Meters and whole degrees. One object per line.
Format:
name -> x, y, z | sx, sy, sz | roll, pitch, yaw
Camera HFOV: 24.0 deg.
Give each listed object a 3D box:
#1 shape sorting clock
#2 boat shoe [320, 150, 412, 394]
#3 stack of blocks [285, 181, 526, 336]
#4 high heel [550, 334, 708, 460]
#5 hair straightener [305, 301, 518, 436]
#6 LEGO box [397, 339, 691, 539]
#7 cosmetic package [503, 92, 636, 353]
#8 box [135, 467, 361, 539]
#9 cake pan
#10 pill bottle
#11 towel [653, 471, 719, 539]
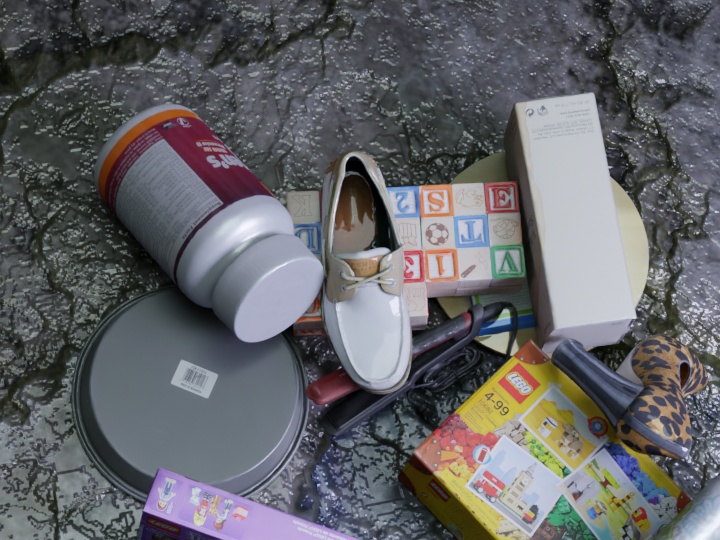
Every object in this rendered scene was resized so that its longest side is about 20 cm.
shape sorting clock -> 0.156, -0.015, 1.507 | 0.200, 0.039, 0.200 | 0, 76, -2
boat shoe -> 0.000, 0.000, 1.381 | 0.075, 0.068, 0.200 | -10, 77, -4
stack of blocks -> 0.038, -0.010, 1.451 | 0.200, 0.059, 0.115 | -3, 76, -3
high heel -> 0.262, 0.116, 1.407 | 0.200, 0.071, 0.143 | 8, 27, -45
hair straightener -> 0.053, 0.087, 1.445 | 0.200, 0.041, 0.077 | -30, 120, -15
LEGO box -> 0.155, 0.184, 1.408 | 0.200, 0.077, 0.149 | 45, 68, 8
cosmetic package -> 0.176, -0.039, 1.441 | 0.073, 0.104, 0.200 | -7, 75, -2
box -> -0.074, 0.220, 1.320 | 0.200, 0.137, 0.039 | 20, 67, -3
cake pan -> -0.140, 0.099, 1.409 | 0.200, 0.037, 0.200 | 4, 68, -9
pill bottle -> -0.125, -0.039, 1.400 | 0.110, 0.110, 0.200 | -33, 60, -20
towel -> 0.269, 0.227, 1.349 | 0.048, 0.200, 0.171 | 39, 68, 21
